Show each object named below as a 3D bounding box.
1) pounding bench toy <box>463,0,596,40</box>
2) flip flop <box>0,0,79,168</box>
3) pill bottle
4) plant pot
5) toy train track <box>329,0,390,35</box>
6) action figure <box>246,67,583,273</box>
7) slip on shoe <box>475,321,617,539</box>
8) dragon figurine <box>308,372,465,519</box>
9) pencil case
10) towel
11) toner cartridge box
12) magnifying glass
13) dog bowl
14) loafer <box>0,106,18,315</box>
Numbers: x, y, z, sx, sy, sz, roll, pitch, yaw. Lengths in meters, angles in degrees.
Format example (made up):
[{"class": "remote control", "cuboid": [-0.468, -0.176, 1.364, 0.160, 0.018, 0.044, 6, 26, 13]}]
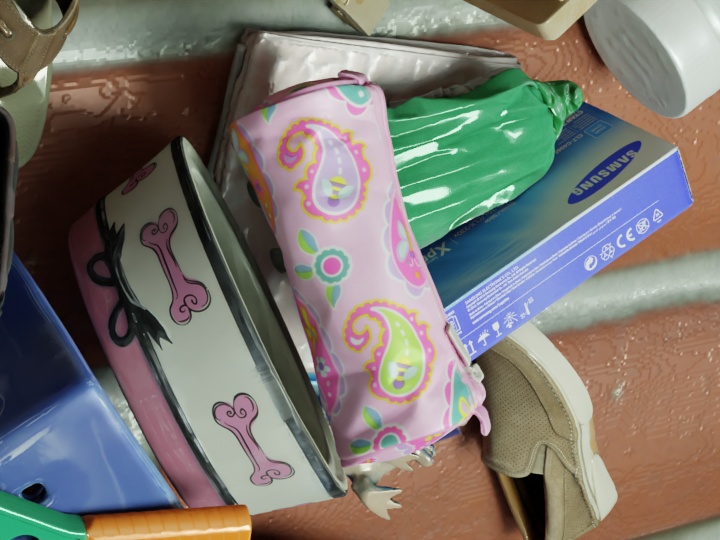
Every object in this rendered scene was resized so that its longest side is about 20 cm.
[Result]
[{"class": "pounding bench toy", "cuboid": [0.102, -0.206, 1.195, 0.124, 0.200, 0.156, -43, 130, -10]}, {"class": "flip flop", "cuboid": [-0.166, -0.142, 1.130, 0.081, 0.058, 0.200, 5, 108, -40]}, {"class": "pill bottle", "cuboid": [0.234, -0.182, 1.360, 0.200, 0.110, 0.110, -38, 129, -14]}, {"class": "plant pot", "cuboid": [-0.194, 0.121, 1.160, 0.180, 0.200, 0.200, -34, 127, -8]}, {"class": "toy train track", "cuboid": [-0.050, -0.187, 1.212, 0.115, 0.033, 0.200, -57, 137, -7]}, {"class": "action figure", "cuboid": [0.038, -0.060, 1.276, 0.200, 0.055, 0.118, -24, 114, -18]}, {"class": "slip on shoe", "cuboid": [0.103, 0.101, 1.439, 0.061, 0.076, 0.200, -43, 138, -18]}, {"class": "dragon figurine", "cuboid": [-0.027, 0.091, 1.348, 0.200, 0.099, 0.059, 11, 109, -18]}, {"class": "pencil case", "cuboid": [0.000, 0.000, 1.185, 0.087, 0.087, 0.200, -20, 92, -26]}, {"class": "towel", "cuboid": [-0.009, -0.036, 1.315, 0.191, 0.032, 0.200, 4, 110, -36]}, {"class": "toner cartridge box", "cuboid": [0.080, -0.016, 1.305, 0.200, 0.095, 0.043, -34, 127, -18]}, {"class": "magnifying glass", "cuboid": [-0.147, 0.124, 1.056, 0.200, 0.022, 0.080, -1, 119, -20]}, {"class": "dog bowl", "cuboid": [-0.080, 0.037, 1.171, 0.074, 0.200, 0.200, -25, 128, 2]}, {"class": "loafer", "cuboid": [-0.194, 0.002, 1.061, 0.072, 0.200, 0.063, 18, 133, -13]}]
